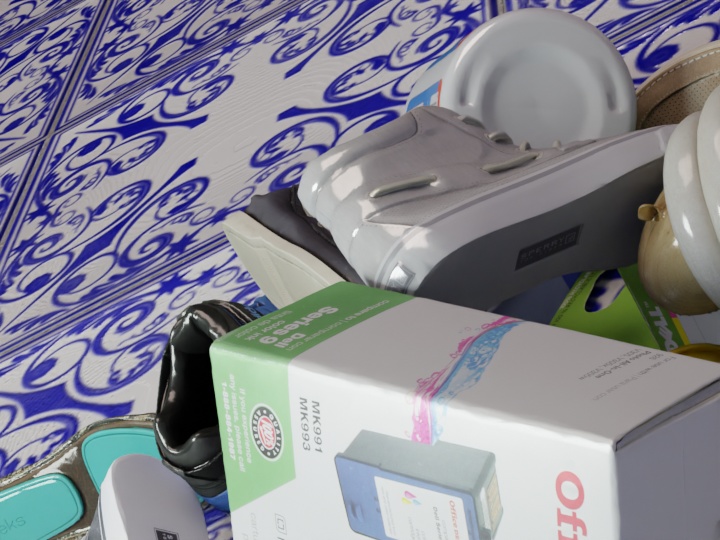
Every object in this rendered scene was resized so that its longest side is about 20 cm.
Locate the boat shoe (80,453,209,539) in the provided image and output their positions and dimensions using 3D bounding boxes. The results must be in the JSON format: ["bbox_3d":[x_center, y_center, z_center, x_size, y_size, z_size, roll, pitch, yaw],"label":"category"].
[{"bbox_3d":[-0.109,0.176,0.966,0.068,0.071,0.201,-59,28,24],"label":"boat shoe"}]

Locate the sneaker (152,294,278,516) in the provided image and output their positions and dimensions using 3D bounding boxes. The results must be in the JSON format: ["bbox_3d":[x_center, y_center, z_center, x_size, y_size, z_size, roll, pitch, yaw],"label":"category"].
[{"bbox_3d":[-0.036,0.029,1.026,0.076,0.111,0.201,26,81,35],"label":"sneaker"}]

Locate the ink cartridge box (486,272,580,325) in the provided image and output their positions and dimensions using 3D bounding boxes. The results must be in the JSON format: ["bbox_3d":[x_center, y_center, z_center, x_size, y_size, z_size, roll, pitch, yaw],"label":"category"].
[{"bbox_3d":[0.033,0.032,0.956,0.119,0.042,0.200,-7,36,47],"label":"ink cartridge box"}]

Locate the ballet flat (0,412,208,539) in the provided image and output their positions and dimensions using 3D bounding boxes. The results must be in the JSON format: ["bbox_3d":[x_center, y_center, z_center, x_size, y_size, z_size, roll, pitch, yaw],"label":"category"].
[{"bbox_3d":[-0.148,0.119,1.143,0.199,0.068,0.075,-22,8,29],"label":"ballet flat"}]

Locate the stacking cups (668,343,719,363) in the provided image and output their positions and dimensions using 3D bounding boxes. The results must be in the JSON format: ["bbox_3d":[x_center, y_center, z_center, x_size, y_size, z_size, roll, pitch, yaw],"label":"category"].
[{"bbox_3d":[0.163,0.102,0.783,0.060,0.061,0.200,-29,27,5],"label":"stacking cups"}]

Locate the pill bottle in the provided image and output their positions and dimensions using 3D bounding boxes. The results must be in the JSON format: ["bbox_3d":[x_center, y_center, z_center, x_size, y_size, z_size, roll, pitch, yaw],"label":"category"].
[{"bbox_3d":[0.084,-0.084,1.145,0.112,0.113,0.200,-34,4,-6],"label":"pill bottle"}]

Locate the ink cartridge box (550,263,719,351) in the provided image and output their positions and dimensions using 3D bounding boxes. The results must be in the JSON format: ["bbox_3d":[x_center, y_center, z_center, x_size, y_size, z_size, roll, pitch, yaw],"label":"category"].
[{"bbox_3d":[0.172,-0.027,0.998,0.199,0.076,0.148,-5,34,46],"label":"ink cartridge box"}]

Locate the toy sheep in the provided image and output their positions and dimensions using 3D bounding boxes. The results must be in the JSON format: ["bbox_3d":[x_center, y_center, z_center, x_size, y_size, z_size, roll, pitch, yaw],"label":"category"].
[{"bbox_3d":[0.199,-0.032,0.802,0.199,0.138,0.138,-24,23,31],"label":"toy sheep"}]

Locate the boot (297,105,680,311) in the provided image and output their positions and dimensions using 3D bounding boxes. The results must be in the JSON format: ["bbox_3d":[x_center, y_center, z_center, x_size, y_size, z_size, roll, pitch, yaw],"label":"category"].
[{"bbox_3d":[0.070,-0.045,0.872,0.199,0.074,0.096,-18,51,-33],"label":"boot"}]

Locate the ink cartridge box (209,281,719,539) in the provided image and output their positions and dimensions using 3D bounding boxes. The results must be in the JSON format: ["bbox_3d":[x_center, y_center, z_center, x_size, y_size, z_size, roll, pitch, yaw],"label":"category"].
[{"bbox_3d":[0.045,0.097,0.744,0.199,0.147,0.087,11,24,40],"label":"ink cartridge box"}]

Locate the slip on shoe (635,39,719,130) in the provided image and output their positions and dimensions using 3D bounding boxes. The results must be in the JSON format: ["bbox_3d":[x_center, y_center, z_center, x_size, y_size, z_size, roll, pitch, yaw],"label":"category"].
[{"bbox_3d":[0.226,-0.087,1.062,0.198,0.077,0.061,-11,23,27],"label":"slip on shoe"}]

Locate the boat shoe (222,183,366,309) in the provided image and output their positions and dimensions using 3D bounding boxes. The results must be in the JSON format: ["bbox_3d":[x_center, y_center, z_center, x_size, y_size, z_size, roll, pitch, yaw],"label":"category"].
[{"bbox_3d":[0.000,0.000,0.919,0.063,0.073,0.200,-35,30,-13],"label":"boat shoe"}]
